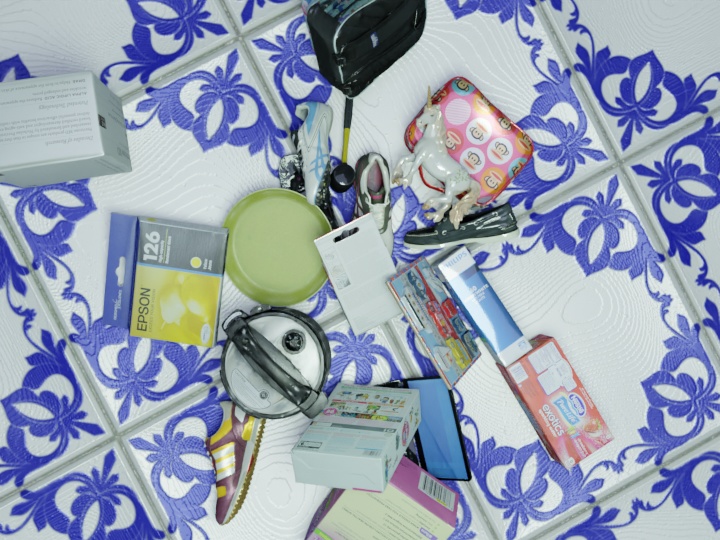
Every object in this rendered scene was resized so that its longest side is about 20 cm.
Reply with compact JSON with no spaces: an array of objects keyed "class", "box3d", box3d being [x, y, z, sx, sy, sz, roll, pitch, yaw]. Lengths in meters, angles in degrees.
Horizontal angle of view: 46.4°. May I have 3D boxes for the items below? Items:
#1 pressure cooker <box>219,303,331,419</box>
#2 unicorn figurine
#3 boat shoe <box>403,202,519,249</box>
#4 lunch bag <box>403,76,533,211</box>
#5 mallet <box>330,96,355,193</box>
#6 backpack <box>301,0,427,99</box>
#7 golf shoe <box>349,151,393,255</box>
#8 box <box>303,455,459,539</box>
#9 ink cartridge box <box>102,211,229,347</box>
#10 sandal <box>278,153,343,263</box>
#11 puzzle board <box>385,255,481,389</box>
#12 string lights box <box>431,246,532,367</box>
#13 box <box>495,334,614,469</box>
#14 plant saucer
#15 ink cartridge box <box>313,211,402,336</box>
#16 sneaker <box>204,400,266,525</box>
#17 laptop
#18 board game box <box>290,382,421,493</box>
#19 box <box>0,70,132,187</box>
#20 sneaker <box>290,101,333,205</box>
[{"class":"pressure cooker","box3d":[-0.135,0.144,1.342,0.173,0.200,0.181,1,89,0]},{"class":"unicorn figurine","box3d":[0.118,-0.175,1.364,0.137,0.074,0.200,-45,105,-3]},{"class":"boat shoe","box3d":[0.163,-0.078,1.403,0.197,0.074,0.067,-4,107,24]},{"class":"lunch bag","box3d":[0.174,-0.205,1.425,0.200,0.082,0.176,43,88,-2]},{"class":"mallet","box3d":[-0.025,-0.231,1.442,0.041,0.066,0.203,6,74,-8]},{"class":"backpack","box3d":[0.010,-0.406,1.372,0.199,0.178,0.151,-35,62,-9]},{"class":"golf shoe","box3d":[0.019,-0.099,1.414,0.076,0.088,0.203,-4,91,-5]},{"class":"box","box3d":[0.033,0.407,1.366,0.175,0.097,0.201,34,112,-2]},{"class":"ink cartridge box","box3d":[-0.327,0.016,1.394,0.197,0.047,0.200,7,104,-6]},{"class":"sandal","box3d":[-0.077,-0.108,1.427,0.075,0.048,0.202,-25,90,-3]},{"class":"puzzle board","box3d":[0.127,0.081,1.393,0.017,0.150,0.201,-31,91,31]},{"class":"string lights box","box3d":[0.201,0.059,1.412,0.059,0.103,0.201,-34,91,-1]},{"class":"box","box3d":[0.326,0.219,1.419,0.099,0.095,0.201,-32,91,-3]},{"class":"plant saucer","box3d":[-0.138,-0.040,1.411,0.197,0.031,0.203,1,104,5]},{"class":"ink cartridge box","box3d":[0.000,0.000,1.383,0.108,0.050,0.201,-26,121,-4]},{"class":"sneaker","box3d":[-0.223,0.319,1.407,0.089,0.075,0.202,16,82,5]},{"class":"laptop","box3d":[0.065,0.279,1.401,0.197,0.103,0.180,-13,89,-4]},{"class":"board game box","box3d":[-0.001,0.255,1.309,0.146,0.200,0.065,2,114,21]},{"class":"box","box3d":[-0.486,-0.217,1.332,0.197,0.199,0.133,-9,90,-3]},{"class":"sneaker","box3d":[-0.082,-0.193,1.393,0.071,0.072,0.202,2,60,-3]}]
